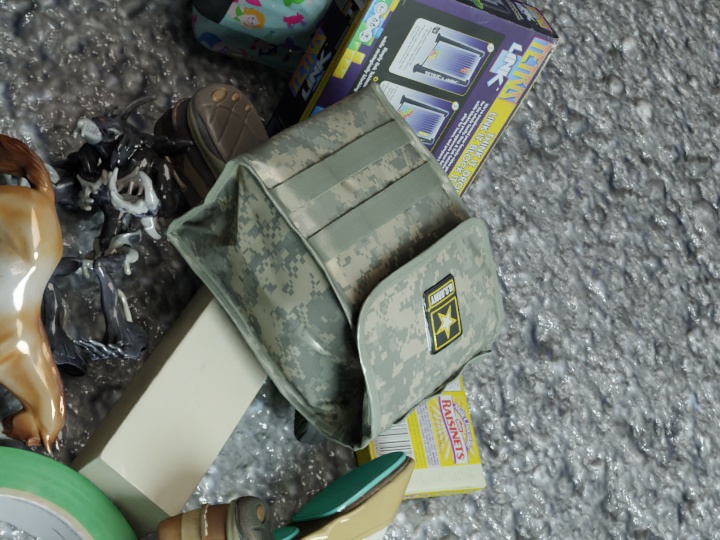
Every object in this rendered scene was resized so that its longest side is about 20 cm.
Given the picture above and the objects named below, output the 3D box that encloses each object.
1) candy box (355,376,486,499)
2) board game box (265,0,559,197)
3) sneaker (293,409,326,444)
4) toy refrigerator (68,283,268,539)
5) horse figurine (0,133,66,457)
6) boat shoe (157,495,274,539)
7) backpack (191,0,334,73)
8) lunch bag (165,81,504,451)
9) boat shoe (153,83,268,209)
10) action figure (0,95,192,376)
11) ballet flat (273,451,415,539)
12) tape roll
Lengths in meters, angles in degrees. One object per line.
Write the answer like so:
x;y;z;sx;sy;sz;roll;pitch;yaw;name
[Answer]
0.030;0.076;1.049;0.102;0.026;0.201;2;66;-34;candy box
0.032;-0.132;1.045;0.164;0.201;0.057;13;32;-33;board game box
0.017;0.048;0.990;0.088;0.074;0.201;29;60;-7;sneaker
-0.112;0.083;0.907;0.070;0.076;0.200;42;48;-12;toy refrigerator
-0.231;0.002;0.829;0.132;0.050;0.201;10;82;6;horse figurine
-0.085;0.232;0.824;0.073;0.076;0.202;-4;103;2;boat shoe
-0.039;-0.248;1.081;0.199;0.151;0.179;9;58;-22;backpack
0.000;0.000;0.896;0.200;0.117;0.164;53;44;2;lunch bag
-0.086;-0.040;0.995;0.075;0.073;0.201;-46;118;-50;boat shoe
-0.177;-0.038;0.895;0.102;0.118;0.201;45;43;-61;action figure
-0.033;0.193;0.924;0.199;0.068;0.063;-27;96;-34;ballet flat
-0.217;0.204;0.784;0.199;0.048;0.202;17;58;-29;tape roll
